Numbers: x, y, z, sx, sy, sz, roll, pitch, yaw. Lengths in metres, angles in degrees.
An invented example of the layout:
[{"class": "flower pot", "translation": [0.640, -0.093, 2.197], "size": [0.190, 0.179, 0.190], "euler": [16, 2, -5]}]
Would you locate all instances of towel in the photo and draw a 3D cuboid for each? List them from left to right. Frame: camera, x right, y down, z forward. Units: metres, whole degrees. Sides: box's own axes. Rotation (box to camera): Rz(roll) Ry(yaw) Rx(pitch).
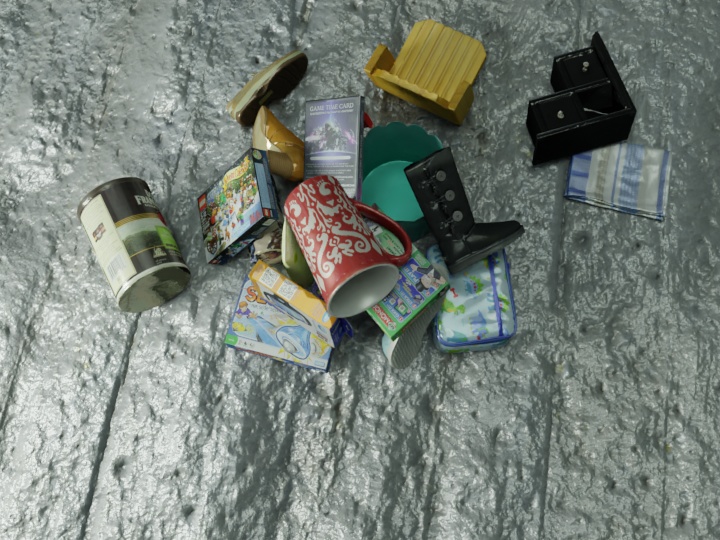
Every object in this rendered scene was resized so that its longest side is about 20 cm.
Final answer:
[{"class": "towel", "translation": [0.501, -0.185, 1.517], "size": [0.195, 0.024, 0.150], "euler": [13, 71, 8]}]

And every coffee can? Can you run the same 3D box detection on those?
[{"class": "coffee can", "translation": [-0.421, -0.047, 1.456], "size": [0.144, 0.147, 0.203], "euler": [-28, 72, -7]}]

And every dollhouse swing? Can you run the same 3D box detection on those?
[{"class": "dollhouse swing", "translation": [0.143, -0.416, 1.548], "size": [0.197, 0.181, 0.179], "euler": [27, 94, 12]}]

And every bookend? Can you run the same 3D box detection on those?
[{"class": "bookend", "translation": [0.402, -0.336, 1.529], "size": [0.193, 0.093, 0.204], "euler": [-14, 63, 0]}]

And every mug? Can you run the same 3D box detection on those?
[{"class": "mug", "translation": [-0.025, -0.044, 1.299], "size": [0.134, 0.175, 0.202], "euler": [-49, 59, 32]}]

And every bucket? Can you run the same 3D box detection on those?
[{"class": "bucket", "translation": [0.073, -0.159, 1.472], "size": [0.201, 0.135, 0.213], "euler": [-1, 71, 2]}]

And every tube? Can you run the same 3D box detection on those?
[{"class": "tube", "translation": [-0.117, -0.021, 1.401], "size": [0.052, 0.201, 0.058], "euler": [-42, 73, -9]}]

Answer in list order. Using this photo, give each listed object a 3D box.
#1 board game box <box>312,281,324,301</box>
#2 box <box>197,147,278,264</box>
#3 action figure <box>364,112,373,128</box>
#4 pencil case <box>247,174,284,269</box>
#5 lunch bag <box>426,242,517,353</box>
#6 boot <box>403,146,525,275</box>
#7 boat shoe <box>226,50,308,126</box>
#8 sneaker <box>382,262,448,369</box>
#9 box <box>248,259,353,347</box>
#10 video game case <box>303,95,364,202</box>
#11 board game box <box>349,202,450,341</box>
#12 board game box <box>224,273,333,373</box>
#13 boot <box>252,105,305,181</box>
[{"class": "board game box", "translation": [0.000, 0.000, 1.416], "size": [0.195, 0.040, 0.159], "euler": [4, 43, 30]}, {"class": "box", "translation": [-0.232, -0.116, 1.457], "size": [0.037, 0.199, 0.140], "euler": [5, 63, -42]}, {"class": "action figure", "translation": [-0.044, -0.271, 1.502], "size": [0.052, 0.199, 0.066], "euler": [44, 76, -20]}, {"class": "pencil case", "translation": [-0.192, -0.105, 1.498], "size": [0.087, 0.078, 0.205], "euler": [-20, 70, 14]}, {"class": "lunch bag", "translation": [0.201, 0.042, 1.427], "size": [0.156, 0.083, 0.206], "euler": [-4, 72, -1]}, {"class": "boot", "translation": [0.182, -0.120, 1.367], "size": [0.162, 0.066, 0.204], "euler": [-27, 93, -14]}, {"class": "boat shoe", "translation": [-0.196, -0.387, 1.606], "size": [0.199, 0.072, 0.076], "euler": [-43, 58, -13]}, {"class": "sneaker", "translation": [0.085, 0.068, 1.389], "size": [0.204, 0.073, 0.082], "euler": [-64, 34, 15]}, {"class": "box", "translation": [-0.101, 0.066, 1.375], "size": [0.198, 0.120, 0.042], "euler": [34, 75, 14]}, {"class": "video game case", "translation": [-0.050, -0.206, 1.415], "size": [0.141, 0.019, 0.206], "euler": [6, 95, 43]}, {"class": "board game box", "translation": [0.040, 0.000, 1.332], "size": [0.134, 0.029, 0.201], "euler": [-41, 68, -2]}, {"class": "board game box", "translation": [-0.138, 0.097, 1.449], "size": [0.194, 0.035, 0.139], "euler": [13, 72, 7]}, {"class": "boot", "translation": [-0.132, -0.240, 1.544], "size": [0.141, 0.072, 0.204], "euler": [10, 40, -26]}]
